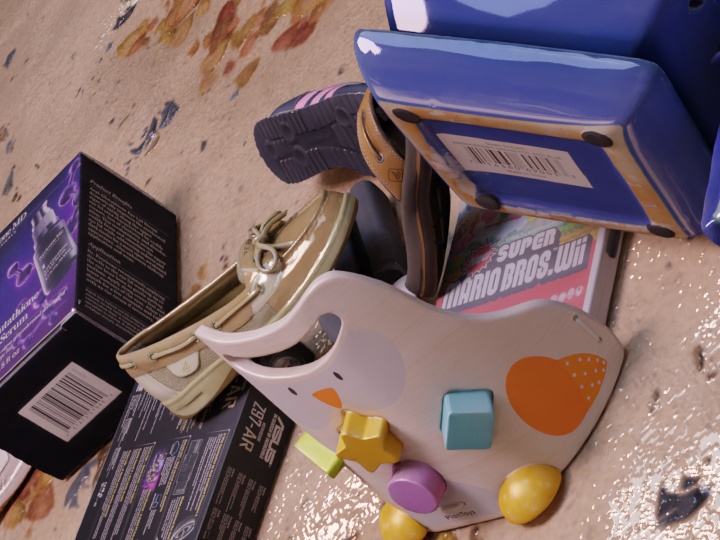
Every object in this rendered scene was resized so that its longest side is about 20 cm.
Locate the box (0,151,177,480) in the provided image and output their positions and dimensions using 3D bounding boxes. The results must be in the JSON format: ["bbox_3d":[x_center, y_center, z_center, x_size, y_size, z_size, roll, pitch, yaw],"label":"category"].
[{"bbox_3d":[-0.226,0.034,1.520,0.148,0.104,0.201,-42,33,24],"label":"box"}]

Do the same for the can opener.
[{"bbox_3d":[0.000,0.000,1.252,0.053,0.067,0.201,-41,31,16],"label":"can opener"}]

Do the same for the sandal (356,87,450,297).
[{"bbox_3d":[0.025,-0.078,1.177,0.054,0.202,0.082,5,32,12],"label":"sandal"}]

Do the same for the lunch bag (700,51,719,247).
[{"bbox_3d":[0.261,-0.090,0.918,0.170,0.127,0.201,-32,24,39],"label":"lunch bag"}]

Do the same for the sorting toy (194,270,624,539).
[{"bbox_3d":[0.008,0.063,1.069,0.199,0.179,0.108,-22,43,45],"label":"sorting toy"}]

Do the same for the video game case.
[{"bbox_3d":[0.107,-0.031,1.180,0.142,0.017,0.202,-21,44,46],"label":"video game case"}]

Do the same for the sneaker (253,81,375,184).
[{"bbox_3d":[0.007,-0.109,1.356,0.082,0.071,0.199,-35,22,-31],"label":"sneaker"}]

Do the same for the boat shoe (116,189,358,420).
[{"bbox_3d":[-0.079,0.014,1.255,0.201,0.063,0.073,-44,17,30],"label":"boat shoe"}]

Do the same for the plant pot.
[{"bbox_3d":[0.116,-0.133,1.042,0.198,0.200,0.182,10,74,28],"label":"plant pot"}]

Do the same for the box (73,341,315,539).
[{"bbox_3d":[-0.121,0.142,1.318,0.159,0.043,0.202,-16,48,49],"label":"box"}]

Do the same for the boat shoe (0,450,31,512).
[{"bbox_3d":[-0.313,0.159,1.558,0.071,0.069,0.201,1,61,58],"label":"boat shoe"}]
